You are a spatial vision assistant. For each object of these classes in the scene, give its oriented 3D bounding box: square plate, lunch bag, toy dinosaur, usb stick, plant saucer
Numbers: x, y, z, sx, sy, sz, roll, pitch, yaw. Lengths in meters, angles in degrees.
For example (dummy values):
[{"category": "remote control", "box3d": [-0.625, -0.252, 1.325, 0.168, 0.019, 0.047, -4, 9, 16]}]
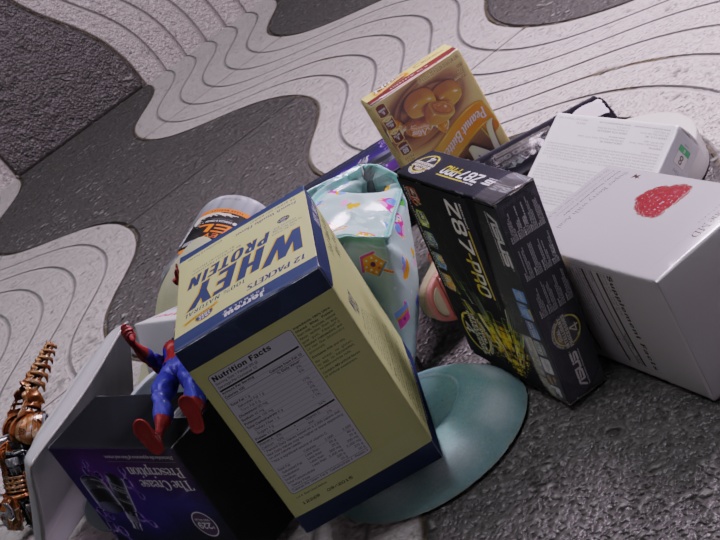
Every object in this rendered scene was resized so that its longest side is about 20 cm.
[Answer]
[{"category": "square plate", "box3d": [-0.292, 0.179, 1.314, 0.028, 0.199, 0.200, 18, 48, 10]}, {"category": "lunch bag", "box3d": [0.000, 0.000, 1.288, 0.121, 0.171, 0.200, -5, 26, 9]}, {"category": "toy dinosaur", "box3d": [-0.354, 0.189, 1.423, 0.102, 0.135, 0.201, 30, 106, 49]}, {"category": "usb stick", "box3d": [0.186, -0.126, 1.366, 0.199, 0.033, 0.056, -28, 55, -4]}, {"category": "plant saucer", "box3d": [0.051, 0.138, 1.124, 0.200, 0.039, 0.201, -28, 22, 12]}]

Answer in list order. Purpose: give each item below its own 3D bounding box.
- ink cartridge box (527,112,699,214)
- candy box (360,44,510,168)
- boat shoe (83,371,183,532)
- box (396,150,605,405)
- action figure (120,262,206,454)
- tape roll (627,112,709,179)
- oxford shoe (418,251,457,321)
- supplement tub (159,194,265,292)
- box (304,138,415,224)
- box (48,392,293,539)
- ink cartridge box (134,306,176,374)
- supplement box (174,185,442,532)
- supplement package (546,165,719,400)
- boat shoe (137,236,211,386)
[{"category": "ink cartridge box", "box3d": [0.217, -0.052, 1.225, 0.161, 0.050, 0.201, 17, 79, 51]}, {"category": "candy box", "box3d": [0.101, -0.133, 1.401, 0.115, 0.200, 0.055, -33, 19, -2]}, {"category": "boat shoe", "box3d": [-0.225, 0.168, 1.312, 0.201, 0.071, 0.091, -58, 13, 8]}, {"category": "box", "box3d": [0.120, 0.002, 1.085, 0.049, 0.201, 0.161, -33, 26, -18]}, {"category": "action figure", "box3d": [-0.167, 0.067, 1.082, 0.065, 0.099, 0.200, -26, 16, 4]}, {"category": "tape roll", "box3d": [0.264, -0.095, 1.324, 0.202, 0.037, 0.203, -28, 23, 13]}, {"category": "oxford shoe", "box3d": [0.101, -0.003, 1.312, 0.074, 0.071, 0.200, -12, 19, 35]}, {"category": "supplement tub", "box3d": [-0.179, 0.001, 1.605, 0.122, 0.123, 0.200, -22, 25, 25]}, {"category": "box", "box3d": [-0.007, -0.083, 1.611, 0.200, 0.079, 0.141, -31, 20, 4]}, {"category": "box", "box3d": [-0.173, 0.190, 1.163, 0.200, 0.141, 0.079, -9, 33, 46]}, {"category": "ink cartridge box", "box3d": [-0.122, 0.058, 1.384, 0.145, 0.084, 0.200, -9, 13, 43]}, {"category": "supplement box", "box3d": [-0.048, 0.070, 1.082, 0.134, 0.200, 0.200, -30, 22, 6]}, {"category": "supplement package", "box3d": [0.245, 0.002, 1.038, 0.121, 0.120, 0.200, -38, 23, -15]}, {"category": "boat shoe", "box3d": [-0.199, 0.062, 1.469, 0.073, 0.063, 0.202, 4, 75, 44]}]
